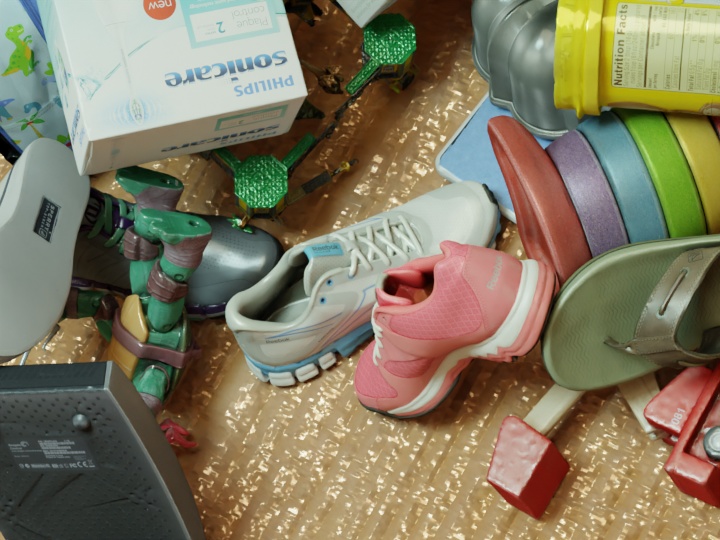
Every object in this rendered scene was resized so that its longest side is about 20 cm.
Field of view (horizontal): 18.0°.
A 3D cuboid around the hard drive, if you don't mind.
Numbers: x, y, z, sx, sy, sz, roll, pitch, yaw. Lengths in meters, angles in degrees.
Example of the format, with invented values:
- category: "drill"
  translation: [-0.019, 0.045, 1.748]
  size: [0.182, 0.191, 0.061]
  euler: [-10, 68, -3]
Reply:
- category: "hard drive"
  translation: [-0.172, 0.135, 1.429]
  size: [0.134, 0.201, 0.043]
  euler: [-3, 41, 22]

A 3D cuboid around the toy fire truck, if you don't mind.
- category: "toy fire truck"
  translation: [0.180, 0.073, 1.391]
  size: [0.140, 0.049, 0.201]
  euler: [23, 77, 29]

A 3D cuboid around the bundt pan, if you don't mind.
- category: "bundt pan"
  translation: [0.161, -0.184, 1.495]
  size: [0.200, 0.076, 0.203]
  euler: [-8, 60, 14]

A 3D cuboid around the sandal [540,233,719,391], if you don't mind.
- category: "sandal"
  translation: [0.198, 0.019, 1.328]
  size: [0.199, 0.080, 0.057]
  euler: [-18, 17, 13]

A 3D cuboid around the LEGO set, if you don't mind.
- category: "LEGO set"
  translation: [-0.057, -0.124, 1.569]
  size: [0.153, 0.116, 0.201]
  euler: [33, 79, 4]

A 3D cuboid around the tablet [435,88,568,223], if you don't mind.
- category: "tablet"
  translation: [0.157, -0.071, 1.491]
  size: [0.199, 0.014, 0.130]
  euler: [35, 82, 31]

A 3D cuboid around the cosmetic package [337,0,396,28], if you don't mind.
- category: "cosmetic package"
  translation: [0.057, -0.262, 1.512]
  size: [0.085, 0.108, 0.200]
  euler: [48, 60, -1]

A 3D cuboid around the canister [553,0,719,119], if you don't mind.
- category: "canister"
  translation: [0.222, -0.154, 1.359]
  size: [0.198, 0.087, 0.149]
  euler: [6, 47, 10]

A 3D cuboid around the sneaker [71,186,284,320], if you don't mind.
- category: "sneaker"
  translation: [-0.152, -0.017, 1.549]
  size: [0.198, 0.088, 0.075]
  euler: [4, 68, 24]

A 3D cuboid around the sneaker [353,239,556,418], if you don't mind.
- category: "sneaker"
  translation: [0.038, 0.027, 1.406]
  size: [0.200, 0.086, 0.074]
  euler: [-36, 33, 53]

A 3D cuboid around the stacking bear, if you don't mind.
- category: "stacking bear"
  translation: [0.196, -0.062, 1.402]
  size: [0.199, 0.122, 0.114]
  euler: [-22, 32, -3]

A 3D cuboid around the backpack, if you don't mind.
- category: "backpack"
  translation: [-0.233, -0.184, 1.596]
  size: [0.146, 0.200, 0.184]
  euler: [-33, 57, 5]

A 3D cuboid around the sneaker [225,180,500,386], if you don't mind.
- category: "sneaker"
  translation: [0.000, 0.000, 1.480]
  size: [0.199, 0.087, 0.075]
  euler: [-34, 57, 3]

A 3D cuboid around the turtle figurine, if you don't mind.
- category: "turtle figurine"
  translation: [-0.155, 0.042, 1.500]
  size: [0.149, 0.100, 0.201]
  euler: [37, 118, 39]

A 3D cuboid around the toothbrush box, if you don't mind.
- category: "toothbrush box"
  translation: [-0.132, -0.178, 1.465]
  size: [0.145, 0.085, 0.202]
  euler: [-12, 80, -13]

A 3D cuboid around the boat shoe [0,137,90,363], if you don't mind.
- category: "boat shoe"
  translation: [-0.228, -0.005, 1.456]
  size: [0.066, 0.072, 0.201]
  euler: [-37, 29, 32]
